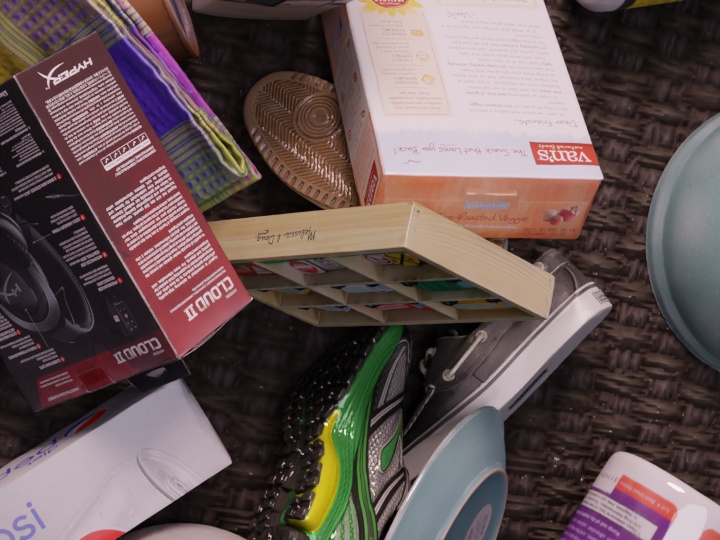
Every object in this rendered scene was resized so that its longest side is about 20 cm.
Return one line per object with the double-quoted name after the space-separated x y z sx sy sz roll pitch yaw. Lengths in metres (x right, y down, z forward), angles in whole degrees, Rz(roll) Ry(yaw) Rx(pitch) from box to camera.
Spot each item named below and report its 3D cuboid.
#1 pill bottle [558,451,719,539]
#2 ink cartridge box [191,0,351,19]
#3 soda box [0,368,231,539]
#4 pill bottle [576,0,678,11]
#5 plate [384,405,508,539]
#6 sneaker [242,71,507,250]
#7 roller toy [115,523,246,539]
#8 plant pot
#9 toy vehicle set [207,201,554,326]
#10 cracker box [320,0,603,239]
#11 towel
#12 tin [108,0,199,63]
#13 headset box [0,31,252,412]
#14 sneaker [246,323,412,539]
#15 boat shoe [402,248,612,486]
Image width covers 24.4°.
0.163 0.231 1.099 0.111 0.111 0.201 35 84 -13 "pill bottle"
-0.042 -0.231 0.977 0.085 0.200 0.147 0 93 -14 "ink cartridge box"
-0.182 0.141 1.031 0.199 0.063 0.068 -32 100 -10 "soda box"
0.235 -0.237 1.093 0.199 0.111 0.112 -11 96 -14 "pill bottle"
0.050 0.180 1.034 0.025 0.200 0.201 23 86 21 "plate"
0.012 -0.048 1.077 0.200 0.113 0.071 37 84 17 "sneaker"
-0.106 0.258 1.017 0.181 0.140 0.201 10 91 -14 "roller toy"
0.310 -0.017 1.112 0.199 0.134 0.202 -1 93 -15 "plant pot"
0.000 0.000 0.984 0.124 0.199 0.027 25 71 -39 "toy vehicle set"
0.056 -0.110 1.022 0.133 0.058 0.201 1 48 -14 "cracker box"
-0.164 -0.105 0.992 0.200 0.143 0.023 51 45 -15 "towel"
-0.149 -0.216 0.995 0.042 0.112 0.201 -21 97 -2 "tin"
-0.168 -0.015 0.977 0.077 0.148 0.201 -41 104 -45 "headset box"
-0.005 0.116 1.044 0.085 0.078 0.201 37 51 -23 "sneaker"
0.074 0.070 1.096 0.200 0.071 0.064 -44 75 -3 "boat shoe"
